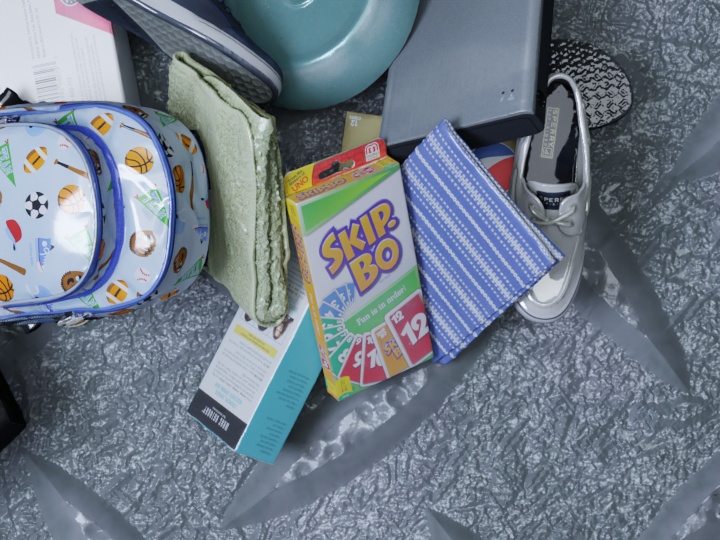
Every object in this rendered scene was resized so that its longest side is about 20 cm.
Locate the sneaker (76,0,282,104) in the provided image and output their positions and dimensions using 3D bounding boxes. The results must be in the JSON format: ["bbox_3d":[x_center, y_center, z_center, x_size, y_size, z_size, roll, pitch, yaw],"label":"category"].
[{"bbox_3d":[-0.125,-0.241,1.171,0.202,0.077,0.147,34,65,-5],"label":"sneaker"}]

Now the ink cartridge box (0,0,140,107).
[{"bbox_3d":[-0.301,-0.179,1.218,0.198,0.083,0.148,-11,88,1],"label":"ink cartridge box"}]

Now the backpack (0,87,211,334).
[{"bbox_3d":[-0.215,-0.049,1.094,0.189,0.154,0.202,-6,97,14],"label":"backpack"}]

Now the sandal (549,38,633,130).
[{"bbox_3d":[0.137,-0.160,1.223,0.198,0.048,0.076,5,89,15],"label":"sandal"}]

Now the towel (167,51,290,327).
[{"bbox_3d":[-0.108,-0.064,1.142,0.036,0.148,0.201,-22,130,-27],"label":"towel"}]

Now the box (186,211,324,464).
[{"bbox_3d":[-0.065,0.053,1.193,0.082,0.049,0.201,28,92,48],"label":"box"}]

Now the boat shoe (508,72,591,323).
[{"bbox_3d":[0.153,-0.058,1.134,0.071,0.066,0.202,8,89,3],"label":"boat shoe"}]

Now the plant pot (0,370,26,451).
[{"bbox_3d":[-0.388,0.106,1.166,0.176,0.200,0.201,-28,87,-11],"label":"plant pot"}]

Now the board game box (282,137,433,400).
[{"bbox_3d":[0.000,0.000,1.146,0.095,0.030,0.202,-23,117,-21],"label":"board game box"}]

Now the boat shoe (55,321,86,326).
[{"bbox_3d":[-0.313,-0.022,1.224,0.199,0.062,0.075,36,91,5],"label":"boat shoe"}]

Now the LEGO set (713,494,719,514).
[{"bbox_3d":[0.378,0.247,1.179,0.153,0.116,0.202,-12,91,-28],"label":"LEGO set"}]

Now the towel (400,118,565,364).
[{"bbox_3d":[0.069,-0.018,1.156,0.024,0.200,0.145,-36,83,-38],"label":"towel"}]

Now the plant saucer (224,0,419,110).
[{"bbox_3d":[-0.046,-0.238,1.196,0.198,0.036,0.202,-4,80,24],"label":"plant saucer"}]

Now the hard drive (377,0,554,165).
[{"bbox_3d":[0.090,-0.189,1.158,0.139,0.033,0.202,-11,55,31],"label":"hard drive"}]

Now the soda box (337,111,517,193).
[{"bbox_3d":[0.082,-0.086,1.206,0.198,0.068,0.065,9,88,3],"label":"soda box"}]
